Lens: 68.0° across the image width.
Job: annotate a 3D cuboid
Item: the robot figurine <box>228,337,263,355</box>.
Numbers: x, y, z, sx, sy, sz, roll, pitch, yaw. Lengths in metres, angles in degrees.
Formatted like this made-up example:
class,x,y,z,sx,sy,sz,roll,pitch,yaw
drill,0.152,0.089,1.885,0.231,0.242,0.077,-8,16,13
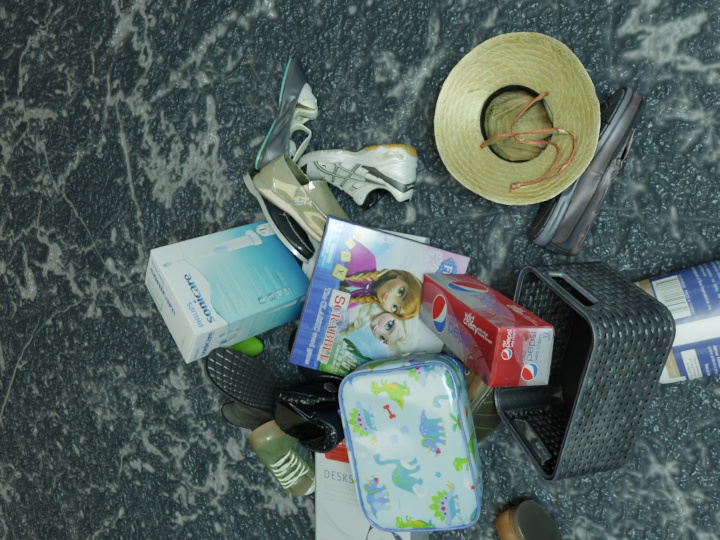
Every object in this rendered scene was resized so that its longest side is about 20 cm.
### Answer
class,x,y,z,sx,sy,sz,roll,pitch,yaw
robot figurine,-0.245,0.067,0.888,0.199,0.115,0.178,31,116,26

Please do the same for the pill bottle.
class,x,y,z,sx,sy,sz,roll,pitch,yaw
pill bottle,0.387,0.040,0.536,0.198,0.111,0.113,-19,81,28

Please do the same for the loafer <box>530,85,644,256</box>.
class,x,y,z,sx,sy,sz,roll,pitch,yaw
loafer,0.277,-0.111,0.632,0.062,0.072,0.202,25,108,-3

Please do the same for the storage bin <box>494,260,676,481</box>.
class,x,y,z,sx,sy,sz,roll,pitch,yaw
storage bin,0.228,0.105,0.572,0.136,0.092,0.203,-119,28,-59

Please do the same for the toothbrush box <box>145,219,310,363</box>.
class,x,y,z,sx,sy,sz,roll,pitch,yaw
toothbrush box,-0.192,0.024,0.790,0.147,0.198,0.086,54,138,18

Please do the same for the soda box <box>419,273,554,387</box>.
class,x,y,z,sx,sy,sz,roll,pitch,yaw
soda box,0.133,0.059,0.607,0.200,0.069,0.064,-135,49,-69

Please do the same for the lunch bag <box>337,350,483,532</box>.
class,x,y,z,sx,sy,sz,roll,pitch,yaw
lunch bag,0.060,0.206,0.653,0.158,0.082,0.203,-12,89,17

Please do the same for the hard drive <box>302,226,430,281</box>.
class,x,y,z,sx,sy,sz,roll,pitch,yaw
hard drive,0.000,0.000,0.802,0.197,0.026,0.134,13,97,28

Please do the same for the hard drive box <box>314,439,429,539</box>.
class,x,y,z,sx,sy,sz,roll,pitch,yaw
hard drive box,0.016,0.329,0.766,0.154,0.076,0.204,-1,89,29

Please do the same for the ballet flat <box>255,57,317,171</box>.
class,x,y,z,sx,sy,sz,roll,pitch,yaw
ballet flat,-0.104,-0.234,0.832,0.072,0.073,0.203,6,73,29

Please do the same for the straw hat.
class,x,y,z,sx,sy,sz,roll,pitch,yaw
straw hat,0.195,-0.177,0.659,0.198,0.085,0.205,3,96,28

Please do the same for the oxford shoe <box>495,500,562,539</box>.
class,x,y,z,sx,sy,sz,roll,pitch,yaw
oxford shoe,0.239,0.384,0.658,0.202,0.071,0.071,59,142,16

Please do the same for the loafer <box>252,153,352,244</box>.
class,x,y,z,sx,sy,sz,roll,pitch,yaw
loafer,-0.062,-0.094,0.758,0.199,0.076,0.069,36,108,2

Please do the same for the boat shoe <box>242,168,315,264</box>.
class,x,y,z,sx,sy,sz,roll,pitch,yaw
boat shoe,-0.118,-0.098,0.830,0.060,0.076,0.201,-37,65,3

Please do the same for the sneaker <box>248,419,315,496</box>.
class,x,y,z,sx,sy,sz,roll,pitch,yaw
sneaker,-0.097,0.277,0.768,0.066,0.201,0.090,-28,65,-8

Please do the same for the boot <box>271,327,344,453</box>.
class,x,y,z,sx,sy,sz,roll,pitch,yaw
boot,-0.070,0.158,0.760,0.199,0.167,0.077,37,111,24

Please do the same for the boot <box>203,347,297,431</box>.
class,x,y,z,sx,sy,sz,roll,pitch,yaw
boot,-0.176,0.197,0.806,0.131,0.199,0.070,-28,35,36

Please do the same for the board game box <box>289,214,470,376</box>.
class,x,y,z,sx,sy,sz,roll,pitch,yaw
board game box,0.024,0.049,0.719,0.196,0.041,0.203,14,98,-8

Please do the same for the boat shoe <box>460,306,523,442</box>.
class,x,y,z,sx,sy,sz,roll,pitch,yaw
boat shoe,0.166,0.132,0.693,0.068,0.071,0.202,44,118,49

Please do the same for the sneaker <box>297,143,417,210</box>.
class,x,y,z,sx,sy,sz,roll,pitch,yaw
sneaker,-0.011,-0.132,0.781,0.197,0.075,0.089,3,99,33
